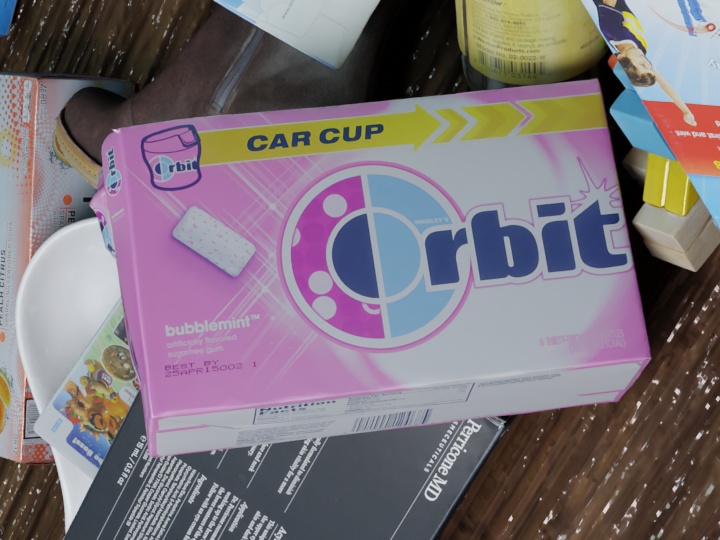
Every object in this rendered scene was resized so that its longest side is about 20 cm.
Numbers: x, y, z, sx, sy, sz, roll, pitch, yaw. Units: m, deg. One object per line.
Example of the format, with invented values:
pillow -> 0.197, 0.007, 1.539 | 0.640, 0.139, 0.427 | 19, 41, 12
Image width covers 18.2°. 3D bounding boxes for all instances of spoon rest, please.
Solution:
spoon rest -> -0.125, 0.071, 1.123 | 0.061, 0.099, 0.201 | -94, 8, -75

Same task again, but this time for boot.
boot -> -0.057, -0.100, 1.059 | 0.200, 0.072, 0.167 | 30, 105, 42

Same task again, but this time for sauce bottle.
sauce bottle -> 0.064, -0.149, 0.844 | 0.065, 0.065, 0.200 | 49, 157, 36

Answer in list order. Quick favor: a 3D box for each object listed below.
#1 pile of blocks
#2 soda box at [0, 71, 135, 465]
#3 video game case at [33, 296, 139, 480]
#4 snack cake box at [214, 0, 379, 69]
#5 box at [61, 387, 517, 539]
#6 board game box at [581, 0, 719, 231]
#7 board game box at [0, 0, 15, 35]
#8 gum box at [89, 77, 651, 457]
pile of blocks -> 0.114, -0.104, 0.841 | 0.062, 0.082, 0.201 | 23, 108, 49
soda box -> -0.165, -0.003, 1.176 | 0.068, 0.063, 0.201 | 10, 98, 48
video game case -> -0.052, 0.054, 1.029 | 0.143, 0.018, 0.200 | 39, 126, 1
snack cake box -> -0.042, -0.171, 0.962 | 0.115, 0.067, 0.200 | -60, 29, 5
box -> -0.029, 0.085, 0.970 | 0.141, 0.079, 0.200 | 34, 121, 8
board game box -> 0.164, -0.085, 0.712 | 0.200, 0.196, 0.056 | 11, 57, 48
board game box -> -0.244, -0.260, 1.251 | 0.196, 0.056, 0.201 | 39, 119, 41
gum box -> 0.000, 0.000, 0.862 | 0.066, 0.199, 0.114 | 106, 156, -71
